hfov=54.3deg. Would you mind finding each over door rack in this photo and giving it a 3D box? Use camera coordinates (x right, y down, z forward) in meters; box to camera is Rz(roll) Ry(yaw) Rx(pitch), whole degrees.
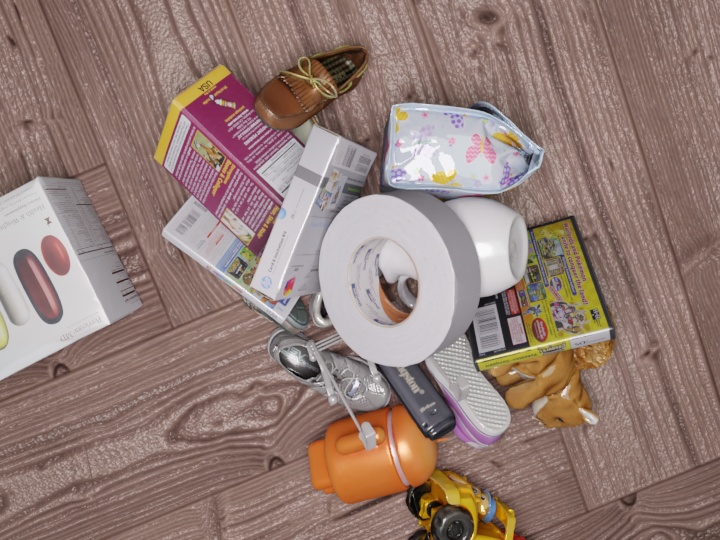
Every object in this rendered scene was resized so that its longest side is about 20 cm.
[{"bbox_3d":[0.029,0.137,0.908,0.145,0.200,0.068,-24,129,-15],"label":"over door rack"}]

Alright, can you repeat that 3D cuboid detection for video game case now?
[{"bbox_3d":[-0.152,-0.041,0.968,0.198,0.018,0.145,37,54,-6],"label":"video game case"},{"bbox_3d":[0.223,0.027,0.939,0.176,0.203,0.026,-16,136,13],"label":"video game case"}]

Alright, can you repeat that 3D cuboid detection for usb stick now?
[{"bbox_3d":[0.060,0.144,0.973,0.054,0.033,0.201,-20,53,-22],"label":"usb stick"}]

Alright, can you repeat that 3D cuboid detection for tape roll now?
[{"bbox_3d":[0.043,0.009,0.841,0.196,0.065,0.206,9,105,37],"label":"tape roll"}]

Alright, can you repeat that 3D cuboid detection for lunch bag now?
[{"bbox_3d":[0.127,-0.153,0.931,0.194,0.170,0.131,6,93,-1],"label":"lunch bag"}]

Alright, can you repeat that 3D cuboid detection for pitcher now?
[{"bbox_3d":[0.117,-0.011,0.913,0.196,0.123,0.174,1,135,32],"label":"pitcher"}]

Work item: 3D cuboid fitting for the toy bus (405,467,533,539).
[{"bbox_3d":[0.169,0.392,1.025,0.186,0.135,0.206,-1,95,-15],"label":"toy bus"}]

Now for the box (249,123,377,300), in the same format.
[{"bbox_3d":[-0.053,-0.067,0.871,0.040,0.155,0.204,24,99,15],"label":"box"}]

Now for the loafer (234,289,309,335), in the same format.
[{"bbox_3d":[-0.155,0.017,1.001,0.063,0.072,0.201,-41,90,23],"label":"loafer"}]

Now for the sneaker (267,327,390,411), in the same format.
[{"bbox_3d":[-0.048,0.153,1.004,0.196,0.082,0.076,24,96,-5],"label":"sneaker"}]

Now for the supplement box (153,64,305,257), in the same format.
[{"bbox_3d":[-0.157,-0.141,0.922,0.200,0.131,0.104,44,52,-3],"label":"supplement box"}]

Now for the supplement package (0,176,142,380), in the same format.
[{"bbox_3d":[-0.437,0.010,0.943,0.188,0.147,0.204,-26,96,1],"label":"supplement package"}]

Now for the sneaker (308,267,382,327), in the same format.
[{"bbox_3d":[0.000,0.000,0.980,0.074,0.100,0.202,34,93,-3],"label":"sneaker"}]

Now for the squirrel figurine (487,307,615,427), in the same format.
[{"bbox_3d":[0.284,0.125,0.989,0.199,0.142,0.188,-38,103,5],"label":"squirrel figurine"}]

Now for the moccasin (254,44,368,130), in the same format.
[{"bbox_3d":[-0.058,-0.241,0.907,0.200,0.078,0.074,-32,85,-39],"label":"moccasin"}]

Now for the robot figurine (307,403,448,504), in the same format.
[{"bbox_3d":[0.025,0.258,0.995,0.195,0.117,0.147,-18,112,13],"label":"robot figurine"}]

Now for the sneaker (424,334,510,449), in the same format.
[{"bbox_3d":[0.131,0.165,1.018,0.071,0.115,0.203,-20,65,-19],"label":"sneaker"}]

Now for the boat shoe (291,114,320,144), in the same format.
[{"bbox_3d":[-0.066,-0.148,0.972,0.074,0.074,0.204,-26,97,1],"label":"boat shoe"}]
